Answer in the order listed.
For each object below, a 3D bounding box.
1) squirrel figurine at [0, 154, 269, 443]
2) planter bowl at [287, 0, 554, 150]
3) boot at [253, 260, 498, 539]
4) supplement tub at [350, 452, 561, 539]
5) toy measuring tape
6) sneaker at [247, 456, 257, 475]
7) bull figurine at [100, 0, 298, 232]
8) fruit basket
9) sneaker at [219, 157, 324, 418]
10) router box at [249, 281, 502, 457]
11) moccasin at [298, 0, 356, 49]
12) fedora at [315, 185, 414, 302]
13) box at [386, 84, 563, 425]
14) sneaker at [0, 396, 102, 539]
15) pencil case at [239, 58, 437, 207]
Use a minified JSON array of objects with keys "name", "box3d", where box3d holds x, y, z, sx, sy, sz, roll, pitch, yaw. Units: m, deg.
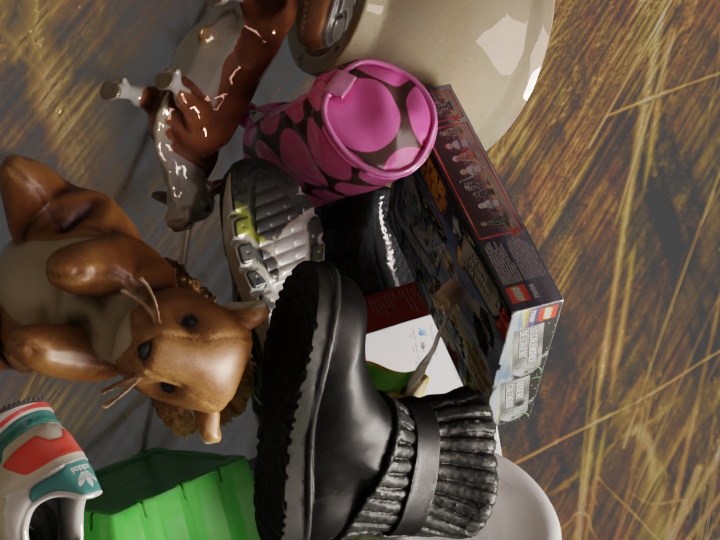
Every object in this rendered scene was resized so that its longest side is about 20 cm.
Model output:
[{"name":"squirrel figurine","box3d":[-0.133,0.035,1.004,0.200,0.186,0.142,26,84,-58]},{"name":"planter bowl","box3d":[0.029,-0.190,1.158,0.135,0.200,0.201,11,98,-30]},{"name":"boot","box3d":[0.018,0.087,1.010,0.158,0.079,0.211,-3,119,-21]},{"name":"supplement tub","box3d":[0.052,0.238,1.163,0.145,0.145,0.200,-39,159,-41]},{"name":"toy measuring tape","box3d":[0.010,0.073,1.097,0.074,0.074,0.200,-32,151,-46]},{"name":"sneaker","box3d":[-0.067,0.178,1.294,0.200,0.066,0.091,-57,148,-17]},{"name":"bull figurine","box3d":[-0.108,-0.129,1.067,0.200,0.065,0.121,-67,154,-10]},{"name":"fruit basket","box3d":[-0.163,0.244,1.124,0.216,0.155,0.216,-2,92,-59]},{"name":"sneaker","box3d":[-0.067,0.024,1.075,0.074,0.085,0.200,-13,89,-38]},{"name":"router box","box3d":[0.012,0.115,1.204,0.179,0.049,0.200,-17,123,-7]},{"name":"moccasin","box3d":[-0.039,-0.248,1.059,0.074,0.078,0.202,70,16,-83]},{"name":"fedora","box3d":[0.000,0.000,1.231,0.200,0.092,0.201,0,90,-49]},{"name":"box","box3d":[0.074,-0.011,1.080,0.040,0.200,0.137,-13,145,-15]},{"name":"sneaker","box3d":[-0.225,0.180,0.989,0.070,0.093,0.200,-10,135,-53]},{"name":"pencil case","box3d":[-0.023,-0.094,1.089,0.091,0.200,0.094,-45,102,-20]}]
